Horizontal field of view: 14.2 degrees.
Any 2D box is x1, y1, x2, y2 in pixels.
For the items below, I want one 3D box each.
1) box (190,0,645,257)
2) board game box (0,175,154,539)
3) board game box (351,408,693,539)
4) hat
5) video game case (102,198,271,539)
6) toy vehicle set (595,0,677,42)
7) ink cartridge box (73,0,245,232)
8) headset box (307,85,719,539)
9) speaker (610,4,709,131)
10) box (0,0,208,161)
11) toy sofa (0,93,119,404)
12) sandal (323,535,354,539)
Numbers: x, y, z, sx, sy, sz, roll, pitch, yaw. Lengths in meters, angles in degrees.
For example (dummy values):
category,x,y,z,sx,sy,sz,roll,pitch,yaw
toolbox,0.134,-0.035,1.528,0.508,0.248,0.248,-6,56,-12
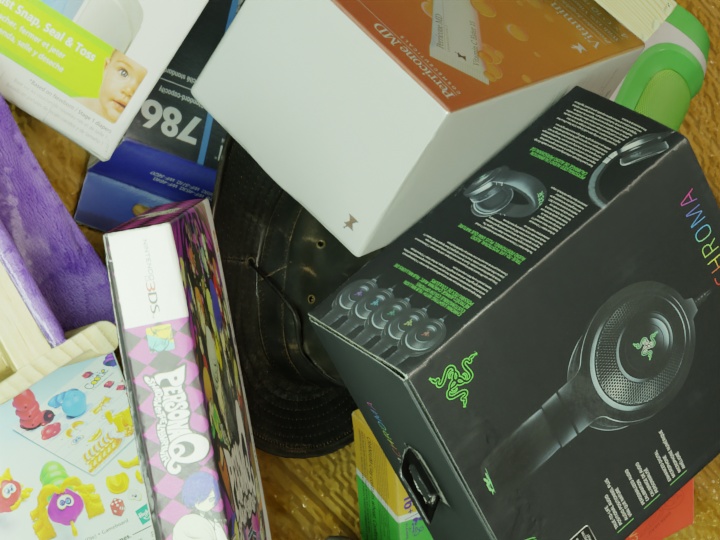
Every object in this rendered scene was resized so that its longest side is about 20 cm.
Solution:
category,x,y,z,sx,sy,sz,roll,pitch,yaw
box,0.032,-0.102,1.461,0.124,0.098,0.200,44,33,16
board game box,-0.177,0.067,1.390,0.104,0.103,0.201,-24,101,-25
board game box,0.091,0.108,1.551,0.199,0.040,0.154,-24,129,-26
hat,0.000,0.000,1.495,0.200,0.081,0.202,-4,96,-51
video game case,-0.078,0.062,1.346,0.036,0.200,0.183,-10,93,3
toy vehicle set,0.087,-0.197,1.527,0.124,0.200,0.027,37,100,-24
ink cartridge box,-0.079,-0.108,1.504,0.099,0.039,0.201,18,79,-32
headset box,0.092,0.044,1.427,0.200,0.093,0.175,-39,126,-16
speaker,0.123,-0.056,1.603,0.088,0.088,0.201,35,70,-26
box,-0.126,-0.175,1.403,0.112,0.101,0.201,32,93,-27
toy sofa,-0.178,-0.043,1.288,0.097,0.083,0.201,-31,95,-21
sandal,-0.052,0.217,1.412,0.054,0.082,0.201,32,76,-18
